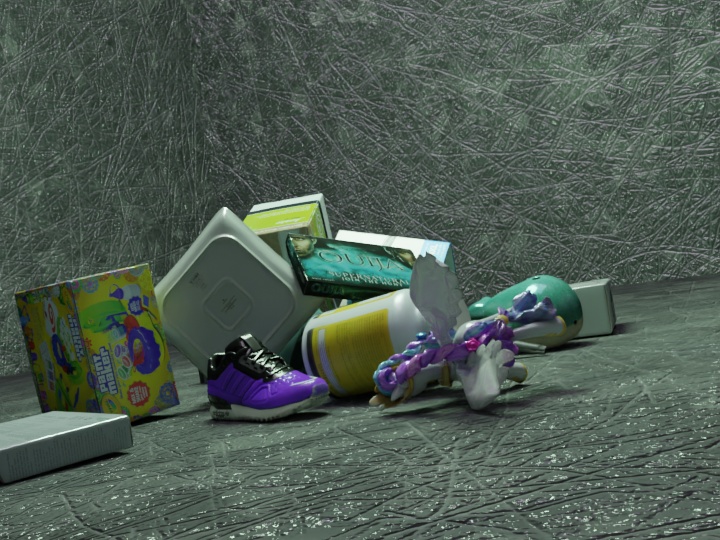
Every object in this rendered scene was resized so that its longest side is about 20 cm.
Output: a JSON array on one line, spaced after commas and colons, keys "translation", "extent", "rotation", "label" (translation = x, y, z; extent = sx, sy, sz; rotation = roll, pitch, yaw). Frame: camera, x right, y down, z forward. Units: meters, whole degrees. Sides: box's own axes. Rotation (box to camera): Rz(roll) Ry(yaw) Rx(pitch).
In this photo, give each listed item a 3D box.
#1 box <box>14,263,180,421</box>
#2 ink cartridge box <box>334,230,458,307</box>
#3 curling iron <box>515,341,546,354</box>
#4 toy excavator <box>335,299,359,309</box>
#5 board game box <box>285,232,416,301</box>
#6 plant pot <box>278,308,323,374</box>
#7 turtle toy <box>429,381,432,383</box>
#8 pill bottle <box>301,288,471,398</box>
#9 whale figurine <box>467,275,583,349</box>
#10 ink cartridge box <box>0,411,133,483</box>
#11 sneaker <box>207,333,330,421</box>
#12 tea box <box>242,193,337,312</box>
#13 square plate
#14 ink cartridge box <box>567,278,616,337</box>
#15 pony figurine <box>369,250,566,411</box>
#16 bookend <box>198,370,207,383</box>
[{"translation": [-0.371, 0.109, 1.303], "extent": [0.121, 0.202, 0.192], "rotation": [-15, 5, -41], "label": "box"}, {"translation": [0.054, 0.017, 1.552], "extent": [0.198, 0.085, 0.147], "rotation": [8, -36, 19], "label": "ink cartridge box"}, {"translation": [0.185, 0.097, 1.402], "extent": [0.199, 0.050, 0.026], "rotation": [13, -29, 33], "label": "curling iron"}, {"translation": [0.081, 0.074, 1.380], "extent": [0.194, 0.101, 0.199], "rotation": [35, -21, -24], "label": "toy excavator"}, {"translation": [0.000, 0.000, 1.326], "extent": [0.198, 0.028, 0.136], "rotation": [7, 28, -22], "label": "board game box"}, {"translation": [-0.127, 0.098, 1.401], "extent": [0.133, 0.202, 0.200], "rotation": [21, 12, 23], "label": "plant pot"}, {"translation": [0.052, 0.102, 1.282], "extent": [0.198, 0.102, 0.145], "rotation": [-9, -1, 29], "label": "turtle toy"}, {"translation": [0.034, 0.087, 1.155], "extent": [0.199, 0.113, 0.112], "rotation": [-17, -5, 29], "label": "pill bottle"}, {"translation": [0.253, 0.057, 1.472], "extent": [0.199, 0.105, 0.158], "rotation": [7, 24, 45], "label": "whale figurine"}, {"translation": [-0.380, 0.193, 1.004], "extent": [0.199, 0.044, 0.195], "rotation": [-11, 2, -42], "label": "ink cartridge box"}, {"translation": [-0.123, 0.125, 1.126], "extent": [0.199, 0.101, 0.069], "rotation": [-9, 1, 42], "label": "sneaker"}, {"translation": [-0.118, -0.003, 1.594], "extent": [0.132, 0.202, 0.197], "rotation": [-9, 20, 9], "label": "tea box"}, {"translation": [-0.185, 0.049, 1.306], "extent": [0.200, 0.198, 0.028], "rotation": [-49, -2, 2], "label": "square plate"}, {"translation": [0.364, 0.068, 1.622], "extent": [0.145, 0.085, 0.200], "rotation": [-9, -1, 17], "label": "ink cartridge box"}, {"translation": [0.117, 0.080, 0.991], "extent": [0.198, 0.167, 0.194], "rotation": [-12, -31, -29], "label": "pony figurine"}, {"translation": [-0.174, 0.144, 1.680], "extent": [0.198, 0.093, 0.198], "rotation": [-9, 0, -26], "label": "bookend"}]
